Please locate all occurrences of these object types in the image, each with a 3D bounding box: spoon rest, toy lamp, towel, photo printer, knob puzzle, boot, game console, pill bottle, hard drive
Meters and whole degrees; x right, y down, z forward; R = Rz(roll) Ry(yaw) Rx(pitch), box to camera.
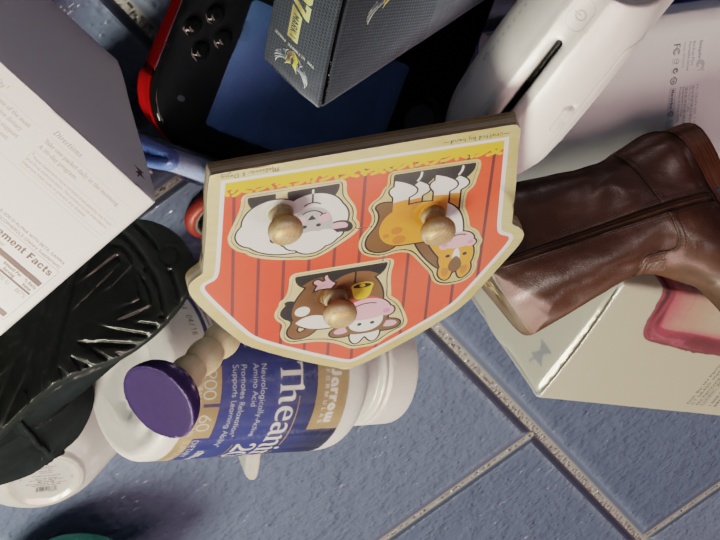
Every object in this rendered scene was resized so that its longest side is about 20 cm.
[{"bbox_3d":[-0.169,0.115,1.666,0.199,0.061,0.099,-3,136,-15],"label":"spoon rest"},{"bbox_3d":[-0.068,0.024,1.530,0.200,0.058,0.058,-44,160,-44],"label":"toy lamp"},{"bbox_3d":[-0.073,-0.048,1.451,0.200,0.147,0.024,20,92,-41],"label":"towel"},{"bbox_3d":[0.131,-0.149,1.445,0.166,0.069,0.200,-53,178,43],"label":"photo printer"},{"bbox_3d":[0.000,0.000,1.422,0.219,0.031,0.220,-12,143,-9],"label":"knob puzzle"},{"bbox_3d":[-0.183,0.053,1.523,0.200,0.076,0.168,-39,173,-5],"label":"boot"},{"bbox_3d":[-0.019,-0.134,1.411,0.200,0.031,0.177,20,98,-38],"label":"game console"},{"bbox_3d":[-0.066,0.064,1.620,0.200,0.111,0.111,-1,135,-35],"label":"pill bottle"},{"bbox_3d":[0.167,0.012,1.571,0.200,0.187,0.064,-21,165,-32],"label":"boot"},{"bbox_3d":[0.163,-0.104,1.626,0.200,0.025,0.132,-11,119,-26],"label":"hard drive"}]

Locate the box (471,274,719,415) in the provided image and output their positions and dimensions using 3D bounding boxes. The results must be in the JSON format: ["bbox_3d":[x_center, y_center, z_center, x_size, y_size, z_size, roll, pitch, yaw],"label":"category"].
[{"bbox_3d":[0.189,0.014,1.733,0.200,0.128,0.109,8,128,-42],"label":"box"}]

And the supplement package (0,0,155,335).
[{"bbox_3d":[-0.215,-0.098,1.232,0.111,0.156,0.200,-39,122,11],"label":"supplement package"}]

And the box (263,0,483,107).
[{"bbox_3d":[0.043,-0.194,1.336,0.200,0.051,0.158,-35,158,-30],"label":"box"}]

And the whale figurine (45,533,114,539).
[{"bbox_3d":[-0.196,0.243,1.773,0.159,0.104,0.200,-35,169,4],"label":"whale figurine"}]

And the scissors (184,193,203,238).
[{"bbox_3d":[-0.031,-0.034,1.610,0.200,0.014,0.073,15,122,-43],"label":"scissors"}]
